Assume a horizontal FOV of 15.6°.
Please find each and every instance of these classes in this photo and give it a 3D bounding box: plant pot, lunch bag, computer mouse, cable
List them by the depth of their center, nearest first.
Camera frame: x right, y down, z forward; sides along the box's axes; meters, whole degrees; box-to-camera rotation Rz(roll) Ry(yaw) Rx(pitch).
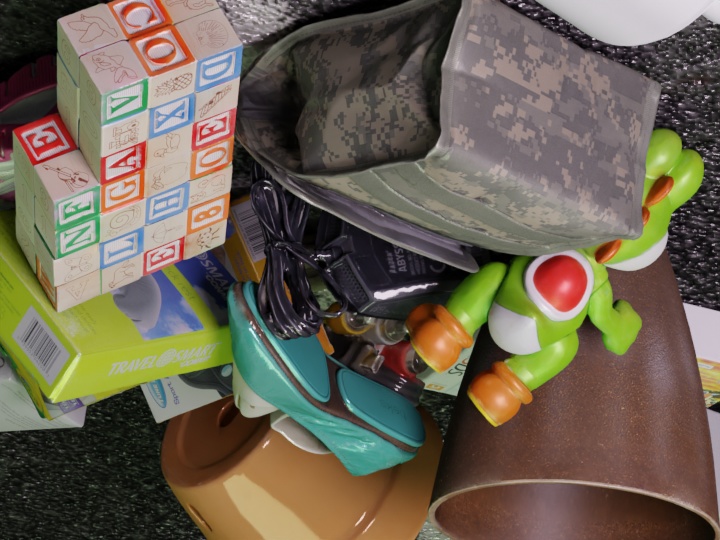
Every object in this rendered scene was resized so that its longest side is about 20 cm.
[{"bbox_3d":[0.040,-0.073,1.491,0.164,0.118,0.199,22,160,-37],"label":"lunch bag"},{"bbox_3d":[0.030,-0.016,1.639,0.199,0.139,0.053,-3,152,-7],"label":"computer mouse"},{"bbox_3d":[0.144,0.070,1.697,0.186,0.201,0.187,5,159,2],"label":"plant pot"},{"bbox_3d":[-0.019,0.042,1.781,0.097,0.050,0.200,38,169,-33],"label":"cable"},{"bbox_3d":[-0.057,0.144,1.979,0.199,0.201,0.140,-15,134,43],"label":"plant pot"}]

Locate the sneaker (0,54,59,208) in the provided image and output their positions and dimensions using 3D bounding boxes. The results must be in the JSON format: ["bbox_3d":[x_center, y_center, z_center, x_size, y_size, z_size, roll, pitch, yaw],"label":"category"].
[{"bbox_3d":[-0.225,-0.073,1.603,0.199,0.082,0.088,-3,155,24],"label":"sneaker"}]

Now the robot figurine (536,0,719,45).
[{"bbox_3d":[0.103,-0.177,1.210,0.169,0.114,0.200,-9,154,42],"label":"robot figurine"}]

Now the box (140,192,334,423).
[{"bbox_3d":[-0.110,0.029,1.781,0.041,0.120,0.200,-24,180,-41],"label":"box"}]

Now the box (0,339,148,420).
[{"bbox_3d":[-0.201,0.035,1.813,0.048,0.118,0.200,-34,-173,-34],"label":"box"}]

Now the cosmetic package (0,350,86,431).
[{"bbox_3d":[-0.314,0.071,1.991,0.199,0.082,0.113,-3,156,24],"label":"cosmetic package"}]

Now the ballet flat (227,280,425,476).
[{"bbox_3d":[-0.039,0.079,1.666,0.070,0.068,0.200,-31,135,21],"label":"ballet flat"}]

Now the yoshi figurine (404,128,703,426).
[{"bbox_3d":[0.124,-0.008,1.573,0.200,0.112,0.112,-45,140,10],"label":"yoshi figurine"}]

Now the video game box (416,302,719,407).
[{"bbox_3d":[0.162,0.061,1.881,0.199,0.047,0.182,13,160,-16],"label":"video game box"}]

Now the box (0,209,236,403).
[{"bbox_3d":[-0.151,0.013,1.646,0.200,0.122,0.048,-10,143,-53],"label":"box"}]

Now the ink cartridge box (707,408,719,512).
[{"bbox_3d":[0.249,0.183,2.103,0.145,0.088,0.200,19,157,-31],"label":"ink cartridge box"}]

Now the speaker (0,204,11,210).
[{"bbox_3d":[-0.316,-0.036,1.717,0.199,0.089,0.088,25,152,-38],"label":"speaker"}]

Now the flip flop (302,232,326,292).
[{"bbox_3d":[0.000,0.000,1.754,0.199,0.058,0.081,-15,150,42],"label":"flip flop"}]

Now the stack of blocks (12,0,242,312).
[{"bbox_3d":[-0.135,-0.070,1.499,0.115,0.059,0.200,-22,152,-20],"label":"stack of blocks"}]
